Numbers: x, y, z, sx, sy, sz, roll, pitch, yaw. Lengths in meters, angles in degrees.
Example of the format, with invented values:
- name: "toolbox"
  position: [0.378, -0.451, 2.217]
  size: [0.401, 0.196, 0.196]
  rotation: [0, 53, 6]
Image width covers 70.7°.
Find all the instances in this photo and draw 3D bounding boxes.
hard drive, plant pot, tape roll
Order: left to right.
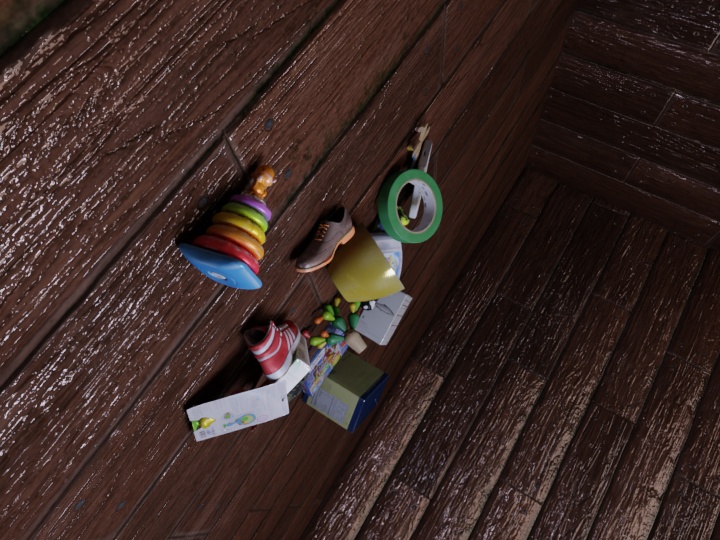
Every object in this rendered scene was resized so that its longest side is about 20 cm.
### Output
- name: "plant pot"
  position: [0.000, 0.000, 1.298]
  size: [0.142, 0.200, 0.200]
  rotation: [-33, 161, 3]
- name: "tape roll"
  position: [0.140, -0.177, 1.406]
  size: [0.200, 0.048, 0.201]
  rotation: [-4, 96, -36]
- name: "hard drive"
  position: [0.181, -0.275, 1.540]
  size: [0.200, 0.027, 0.132]
  rotation: [95, 10, -51]

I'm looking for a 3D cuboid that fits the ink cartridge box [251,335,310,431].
- name: "ink cartridge box"
  position: [-0.202, 0.249, 1.183]
  size: [0.200, 0.050, 0.161]
  rotation: [-45, -160, 5]

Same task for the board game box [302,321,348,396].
- name: "board game box"
  position: [-0.116, 0.265, 1.536]
  size: [0.200, 0.034, 0.136]
  rotation: [-51, 149, -29]

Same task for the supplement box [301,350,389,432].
- name: "supplement box"
  position: [-0.048, 0.385, 1.671]
  size: [0.200, 0.199, 0.135]
  rotation: [-27, 140, -61]

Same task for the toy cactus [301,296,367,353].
- name: "toy cactus"
  position: [-0.054, 0.166, 1.413]
  size: [0.200, 0.165, 0.102]
  rotation: [-37, 171, -42]

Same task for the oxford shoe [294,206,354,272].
- name: "oxford shoe"
  position: [-0.086, -0.071, 1.130]
  size: [0.200, 0.071, 0.073]
  rotation: [-52, 141, -41]

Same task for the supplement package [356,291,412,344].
- name: "supplement package"
  position: [0.082, 0.152, 1.819]
  size: [0.201, 0.117, 0.117]
  rotation: [-62, 162, 1]

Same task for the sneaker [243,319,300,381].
- name: "sneaker"
  position: [-0.192, 0.139, 1.118]
  size: [0.200, 0.071, 0.113]
  rotation: [-89, 153, -64]

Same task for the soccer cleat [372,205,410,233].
- name: "soccer cleat"
  position: [0.089, -0.145, 1.518]
  size: [0.084, 0.065, 0.200]
  rotation: [-36, 178, 25]

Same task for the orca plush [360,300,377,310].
- name: "orca plush"
  position: [0.008, 0.046, 1.539]
  size: [0.071, 0.105, 0.200]
  rotation: [-15, 144, -23]

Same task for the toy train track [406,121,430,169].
- name: "toy train track"
  position: [0.148, -0.334, 1.422]
  size: [0.115, 0.032, 0.200]
  rotation: [-59, 169, -32]

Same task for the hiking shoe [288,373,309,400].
- name: "hiking shoe"
  position: [-0.193, 0.301, 1.349]
  size: [0.101, 0.076, 0.200]
  rotation: [-49, 160, -43]

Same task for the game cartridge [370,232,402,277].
- name: "game cartridge"
  position: [0.053, -0.012, 1.456]
  size: [0.133, 0.040, 0.201]
  rotation: [-8, 119, -23]

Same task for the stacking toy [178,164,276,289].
- name: "stacking toy"
  position: [-0.184, -0.080, 0.800]
  size: [0.110, 0.116, 0.201]
  rotation: [70, 37, -67]

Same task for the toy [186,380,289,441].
- name: "toy"
  position: [-0.255, 0.283, 1.066]
  size: [0.199, 0.047, 0.115]
  rotation: [-16, 133, -20]
